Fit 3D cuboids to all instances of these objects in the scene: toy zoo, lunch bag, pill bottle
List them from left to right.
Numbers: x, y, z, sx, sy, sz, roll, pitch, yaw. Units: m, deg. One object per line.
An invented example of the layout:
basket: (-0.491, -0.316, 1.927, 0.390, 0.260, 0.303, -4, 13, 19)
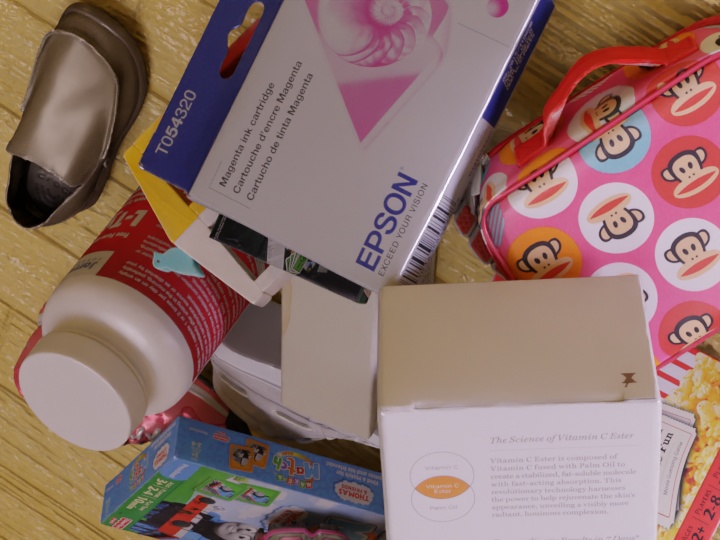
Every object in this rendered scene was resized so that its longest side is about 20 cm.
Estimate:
pill bottle: (-0.143, 0.024, 1.456, 0.112, 0.200, 0.113, 17, 135, 18)
toy zoo: (-0.056, -0.072, 1.320, 0.200, 0.020, 0.131, -44, 74, 6)
lunch bag: (0.166, -0.047, 1.228, 0.199, 0.082, 0.177, -31, 112, 14)

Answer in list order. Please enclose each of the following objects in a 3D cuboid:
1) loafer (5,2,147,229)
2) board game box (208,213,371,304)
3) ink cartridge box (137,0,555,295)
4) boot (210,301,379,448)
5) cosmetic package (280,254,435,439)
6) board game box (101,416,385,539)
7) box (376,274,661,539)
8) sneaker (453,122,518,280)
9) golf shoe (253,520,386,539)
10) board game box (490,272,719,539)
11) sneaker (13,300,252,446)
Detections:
loafer: (-0.199, -0.096, 1.481, 0.076, 0.068, 0.201, 27, 138, 8)
board game box: (-0.005, -0.091, 1.285, 0.104, 0.201, 0.023, 24, 180, 19)
ink cartridge box: (-0.016, -0.110, 1.256, 0.199, 0.197, 0.043, 26, 180, 20)
boot: (-0.019, 0.092, 1.551, 0.199, 0.074, 0.096, 27, 149, 15)
cosmetic package: (0.000, 0.000, 1.416, 0.073, 0.104, 0.201, 20, 135, 17)
board game box: (-0.072, 0.173, 1.595, 0.199, 0.037, 0.151, 17, 149, -21)
box: (0.088, 0.114, 1.217, 0.151, 0.107, 0.201, -2, 128, 2)
sneaker: (0.118, -0.023, 1.329, 0.200, 0.082, 0.077, 41, 98, -18)
golf shoe: (0.019, 0.229, 1.535, 0.198, 0.093, 0.073, -3, 149, 10)
board game box: (0.147, 0.101, 1.384, 0.199, 0.152, 0.046, 27, 176, 8)
sneaker: (-0.173, 0.106, 1.626, 0.199, 0.087, 0.074, 30, 161, 9)
